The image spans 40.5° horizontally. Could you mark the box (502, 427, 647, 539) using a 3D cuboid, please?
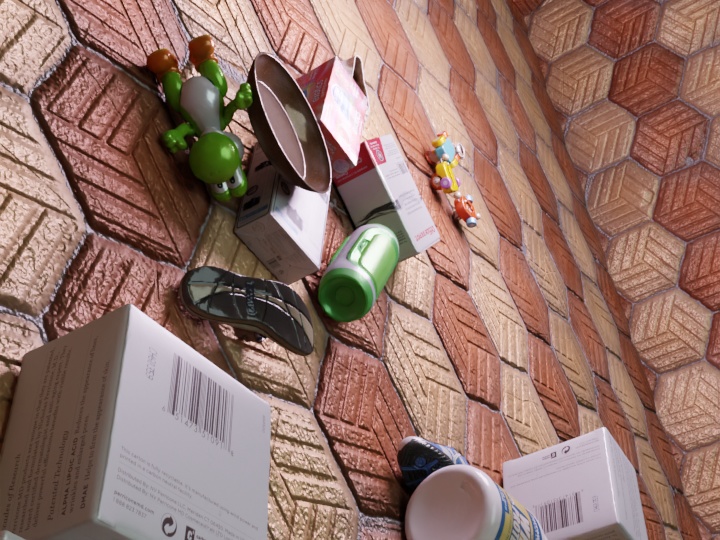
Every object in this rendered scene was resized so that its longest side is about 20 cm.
[{"bbox_3d":[0.354,0.401,1.621,0.131,0.198,0.201,51,27,-30],"label":"box"}]

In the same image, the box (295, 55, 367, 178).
[{"bbox_3d":[-0.062,-0.226,1.496,0.095,0.102,0.201,50,29,-29],"label":"box"}]

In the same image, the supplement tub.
[{"bbox_3d":[0.168,0.371,1.350,0.200,0.144,0.145,43,32,-40],"label":"supplement tub"}]

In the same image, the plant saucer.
[{"bbox_3d":[-0.101,-0.189,1.290,0.201,0.036,0.201,55,22,-35],"label":"plant saucer"}]

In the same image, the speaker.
[{"bbox_3d":[0.000,0.000,1.430,0.089,0.088,0.200,59,25,-13],"label":"speaker"}]

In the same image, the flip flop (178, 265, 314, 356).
[{"bbox_3d":[-0.134,0.051,1.150,0.199,0.057,0.082,20,53,-39],"label":"flip flop"}]

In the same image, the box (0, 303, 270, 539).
[{"bbox_3d":[-0.186,0.173,0.823,0.199,0.130,0.201,43,33,-40],"label":"box"}]

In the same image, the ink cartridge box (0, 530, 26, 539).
[{"bbox_3d":[-0.234,0.301,0.662,0.147,0.082,0.201,43,33,-39],"label":"ink cartridge box"}]

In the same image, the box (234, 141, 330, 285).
[{"bbox_3d":[-0.102,-0.091,1.335,0.117,0.060,0.201,50,28,-31],"label":"box"}]

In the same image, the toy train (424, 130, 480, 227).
[{"bbox_3d":[0.187,-0.188,2.039,0.150,0.055,0.202,34,42,-52],"label":"toy train"}]

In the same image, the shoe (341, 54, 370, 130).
[{"bbox_3d":[-0.017,-0.304,1.720,0.070,0.053,0.201,40,34,-44],"label":"shoe"}]

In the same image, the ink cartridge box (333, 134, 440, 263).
[{"bbox_3d":[0.041,-0.114,1.621,0.201,0.083,0.144,64,23,-2],"label":"ink cartridge box"}]

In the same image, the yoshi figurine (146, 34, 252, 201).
[{"bbox_3d":[-0.191,-0.186,1.201,0.112,0.112,0.201,-17,85,-50],"label":"yoshi figurine"}]

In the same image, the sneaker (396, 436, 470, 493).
[{"bbox_3d":[0.110,0.291,1.420,0.200,0.076,0.077,44,9,-40],"label":"sneaker"}]
